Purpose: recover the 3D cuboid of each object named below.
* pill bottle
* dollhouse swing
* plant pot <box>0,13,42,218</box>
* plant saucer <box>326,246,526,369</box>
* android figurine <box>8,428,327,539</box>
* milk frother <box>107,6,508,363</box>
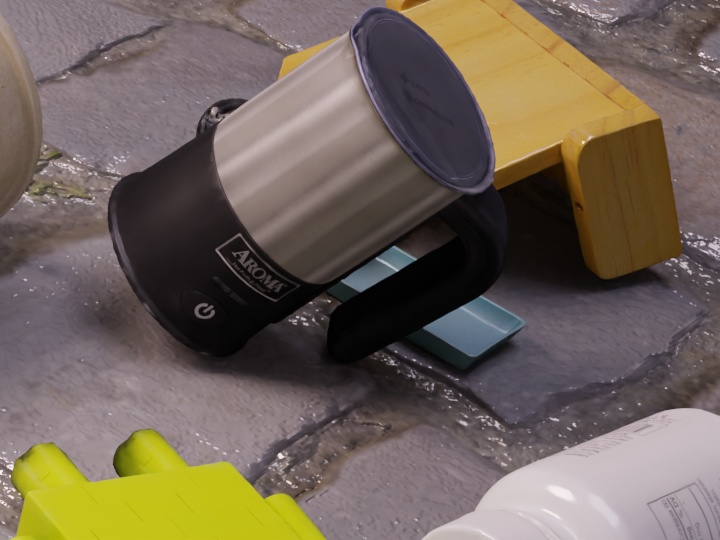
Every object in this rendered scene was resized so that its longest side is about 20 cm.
[{"bbox_3d":[0.117,0.145,1.474,0.114,0.115,0.199,36,32,29],"label":"pill bottle"},{"bbox_3d":[0.067,-0.067,1.858,0.175,0.182,0.200,-35,50,-17],"label":"dollhouse swing"},{"bbox_3d":[-0.293,-0.052,1.528,0.199,0.201,0.184,23,40,8],"label":"plant pot"},{"bbox_3d":[0.000,0.000,1.764,0.199,0.019,0.070,29,30,21],"label":"plant saucer"},{"bbox_3d":[-0.084,0.148,1.428,0.181,0.041,0.200,-7,37,-39],"label":"android figurine"},{"bbox_3d":[-0.021,-0.069,1.661,0.180,0.188,0.201,30,38,-44],"label":"milk frother"}]
